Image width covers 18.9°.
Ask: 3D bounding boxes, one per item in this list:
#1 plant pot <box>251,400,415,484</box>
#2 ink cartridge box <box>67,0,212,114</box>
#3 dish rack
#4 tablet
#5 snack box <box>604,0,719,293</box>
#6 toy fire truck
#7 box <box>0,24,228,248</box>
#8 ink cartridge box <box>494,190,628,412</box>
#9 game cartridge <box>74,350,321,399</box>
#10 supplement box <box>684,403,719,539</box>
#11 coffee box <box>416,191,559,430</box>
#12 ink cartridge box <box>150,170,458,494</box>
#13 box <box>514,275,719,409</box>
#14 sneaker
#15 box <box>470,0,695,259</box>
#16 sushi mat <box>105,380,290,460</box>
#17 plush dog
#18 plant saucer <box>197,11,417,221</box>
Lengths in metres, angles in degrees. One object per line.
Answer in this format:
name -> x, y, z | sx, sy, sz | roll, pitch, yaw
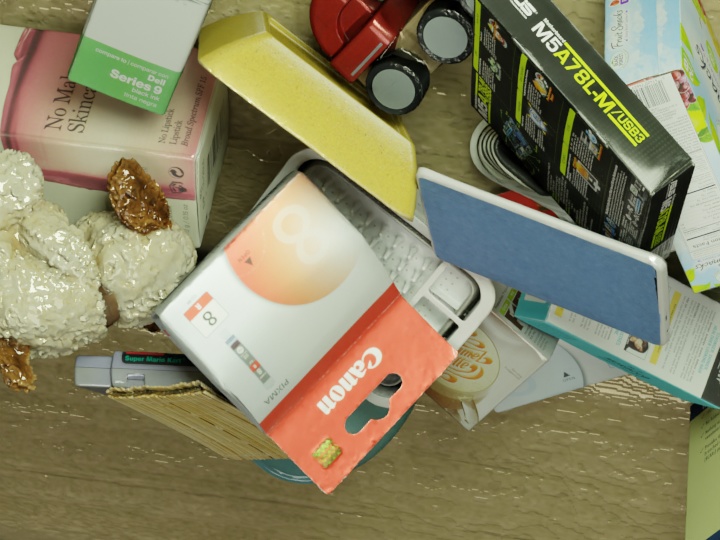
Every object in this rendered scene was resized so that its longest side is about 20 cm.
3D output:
plant pot -> -0.045, 0.108, 1.900 | 0.199, 0.135, 0.201 | 6, 132, 6
ink cartridge box -> -0.139, -0.241, 1.605 | 0.084, 0.146, 0.200 | 22, 132, -7
dish rack -> 0.000, 0.000, 1.744 | 0.200, 0.044, 0.172 | 37, 125, -3
tablet -> 0.136, -0.010, 1.599 | 0.199, 0.014, 0.130 | 22, 156, 21
snack box -> 0.245, -0.113, 1.625 | 0.067, 0.169, 0.200 | -17, 125, 20
toy fire truck -> 0.010, -0.234, 1.611 | 0.200, 0.129, 0.176 | 41, 127, -9
box -> -0.214, -0.110, 1.741 | 0.199, 0.128, 0.109 | 7, 139, 4
ink cartridge box -> 0.144, 0.023, 1.846 | 0.159, 0.047, 0.200 | -18, 127, 25
game cartridge -> -0.124, 0.088, 1.765 | 0.199, 0.039, 0.130 | 2, 169, 5
supplement box -> 0.387, 0.165, 1.819 | 0.134, 0.200, 0.200 | 33, 129, -17
coffee box -> 0.060, 0.021, 1.808 | 0.200, 0.080, 0.114 | 42, 125, -6
ink cartridge box -> -0.039, 0.050, 1.672 | 0.200, 0.162, 0.050 | 45, 167, -5
box -> 0.228, 0.040, 1.787 | 0.199, 0.083, 0.049 | 26, 171, -29
sneaker -> 0.183, -0.059, 1.710 | 0.200, 0.115, 0.076 | 23, 97, -8
box -> 0.154, -0.101, 1.548 | 0.047, 0.193, 0.200 | -35, 163, -9
sushi mat -> -0.118, 0.125, 1.765 | 0.095, 0.012, 0.200 | -5, 159, 26
plush dog -> -0.211, 0.004, 1.680 | 0.171, 0.161, 0.200 | -17, 144, -8
plant saucer -> -0.032, -0.132, 1.661 | 0.200, 0.200, 0.049 | 36, 99, -11
